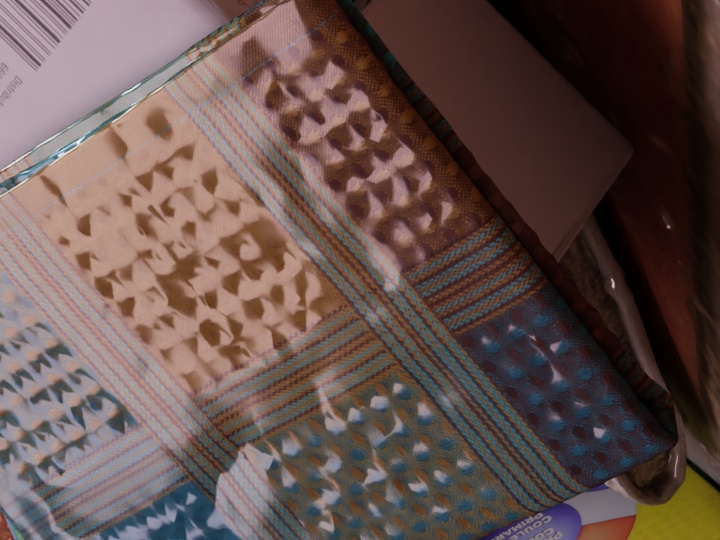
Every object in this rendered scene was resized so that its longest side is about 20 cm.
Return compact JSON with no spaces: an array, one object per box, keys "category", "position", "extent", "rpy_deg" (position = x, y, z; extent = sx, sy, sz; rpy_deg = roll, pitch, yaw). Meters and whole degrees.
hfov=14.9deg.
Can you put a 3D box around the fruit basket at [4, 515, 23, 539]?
[{"category":"fruit basket","position":[-0.083,0.116,0.956],"extent":[0.186,0.093,0.200],"rpy_deg":[65,150,17]}]

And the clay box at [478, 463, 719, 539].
[{"category":"clay box","position":[0.064,0.105,0.856],"extent":[0.048,0.115,0.200],"rpy_deg":[66,169,-25]}]

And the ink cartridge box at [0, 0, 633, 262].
[{"category":"ink cartridge box","position":[-0.050,-0.044,0.730],"extent":[0.200,0.084,0.145],"rpy_deg":[44,134,-3]}]

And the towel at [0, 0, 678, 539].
[{"category":"towel","position":[-0.033,0.022,0.696],"extent":[0.200,0.022,0.147],"rpy_deg":[-29,105,39]}]

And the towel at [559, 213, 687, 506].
[{"category":"towel","position":[0.033,-0.033,0.827],"extent":[0.201,0.034,0.133],"rpy_deg":[64,172,-30]}]
